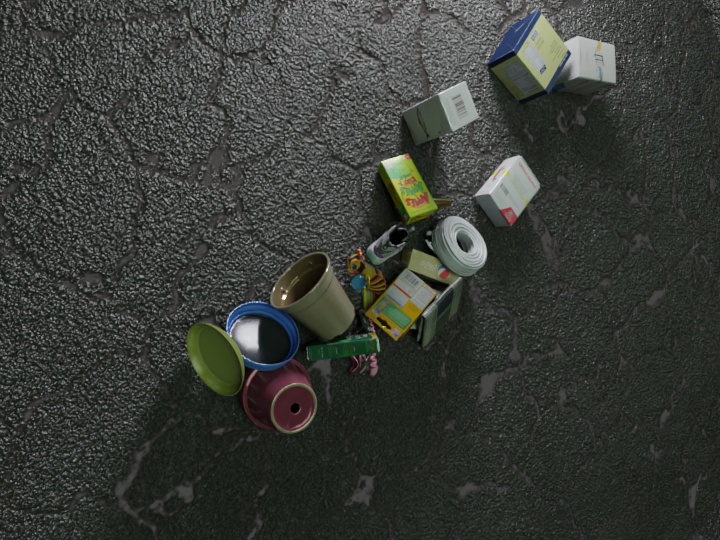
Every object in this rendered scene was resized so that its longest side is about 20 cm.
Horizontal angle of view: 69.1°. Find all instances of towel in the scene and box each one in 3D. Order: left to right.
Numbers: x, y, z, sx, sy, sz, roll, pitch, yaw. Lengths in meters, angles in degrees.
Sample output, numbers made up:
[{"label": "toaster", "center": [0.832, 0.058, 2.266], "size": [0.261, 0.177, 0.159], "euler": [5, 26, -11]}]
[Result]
[{"label": "towel", "center": [0.094, 0.085, 1.632], "size": [0.197, 0.018, 0.088], "euler": [-5, 98, -28]}, {"label": "towel", "center": [0.246, 0.130, 1.638], "size": [0.192, 0.034, 0.201], "euler": [-43, 152, -24]}]

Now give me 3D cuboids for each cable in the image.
[{"label": "cable", "center": [0.319, -0.082, 1.680], "size": [0.201, 0.069, 0.199], "euler": [52, 46, 1]}]

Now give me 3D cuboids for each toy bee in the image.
[{"label": "toy bee", "center": [0.000, 0.000, 1.517], "size": [0.198, 0.131, 0.110], "euler": [6, 126, -39]}]

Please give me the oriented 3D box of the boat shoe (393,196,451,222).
[{"label": "boat shoe", "center": [0.199, -0.194, 1.657], "size": [0.197, 0.072, 0.069], "euler": [-10, 100, -20]}]

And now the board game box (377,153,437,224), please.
[{"label": "board game box", "center": [0.142, -0.249, 1.588], "size": [0.100, 0.048, 0.202], "euler": [-20, 74, -22]}]

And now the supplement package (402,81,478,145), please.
[{"label": "supplement package", "center": [0.241, -0.476, 1.601], "size": [0.117, 0.199, 0.118], "euler": [-32, 104, -23]}]

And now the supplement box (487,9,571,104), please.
[{"label": "supplement box", "center": [0.586, -0.734, 1.814], "size": [0.199, 0.134, 0.201], "euler": [39, 73, -21]}]

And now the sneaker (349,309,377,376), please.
[{"label": "sneaker", "center": [-0.005, 0.219, 1.555], "size": [0.094, 0.079, 0.204], "euler": [-6, 92, -15]}]

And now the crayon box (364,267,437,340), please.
[{"label": "crayon box", "center": [0.120, 0.106, 1.560], "size": [0.125, 0.052, 0.200], "euler": [38, 68, 15]}]

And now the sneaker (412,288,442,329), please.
[{"label": "sneaker", "center": [0.180, 0.133, 1.642], "size": [0.198, 0.078, 0.100], "euler": [-28, 120, -13]}]

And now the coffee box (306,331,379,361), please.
[{"label": "coffee box", "center": [-0.048, 0.211, 1.463], "size": [0.196, 0.123, 0.045], "euler": [-7, 91, -1]}]

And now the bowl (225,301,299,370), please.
[{"label": "bowl", "center": [-0.259, 0.173, 1.375], "size": [0.198, 0.040, 0.202], "euler": [18, 42, -17]}]

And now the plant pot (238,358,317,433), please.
[{"label": "plant pot", "center": [-0.205, 0.334, 1.378], "size": [0.197, 0.178, 0.204], "euler": [-3, 96, -28]}]

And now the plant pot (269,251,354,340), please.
[{"label": "plant pot", "center": [-0.116, 0.086, 1.439], "size": [0.201, 0.199, 0.184], "euler": [-49, 121, -18]}]

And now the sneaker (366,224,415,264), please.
[{"label": "sneaker", "center": [0.115, -0.098, 1.542], "size": [0.078, 0.139, 0.200], "euler": [50, 41, -4]}]

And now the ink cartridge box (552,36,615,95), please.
[{"label": "ink cartridge box", "center": [0.812, -0.747, 1.923], "size": [0.197, 0.147, 0.147], "euler": [-2, 91, -27]}]

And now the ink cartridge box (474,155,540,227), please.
[{"label": "ink cartridge box", "center": [0.509, -0.272, 1.804], "size": [0.200, 0.083, 0.145], "euler": [-48, 110, -19]}]

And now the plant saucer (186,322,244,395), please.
[{"label": "plant saucer", "center": [-0.358, 0.218, 1.313], "size": [0.031, 0.198, 0.203], "euler": [-32, 105, -49]}]

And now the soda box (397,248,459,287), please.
[{"label": "soda box", "center": [0.221, -0.007, 1.669], "size": [0.198, 0.064, 0.069], "euler": [20, 81, -26]}]
